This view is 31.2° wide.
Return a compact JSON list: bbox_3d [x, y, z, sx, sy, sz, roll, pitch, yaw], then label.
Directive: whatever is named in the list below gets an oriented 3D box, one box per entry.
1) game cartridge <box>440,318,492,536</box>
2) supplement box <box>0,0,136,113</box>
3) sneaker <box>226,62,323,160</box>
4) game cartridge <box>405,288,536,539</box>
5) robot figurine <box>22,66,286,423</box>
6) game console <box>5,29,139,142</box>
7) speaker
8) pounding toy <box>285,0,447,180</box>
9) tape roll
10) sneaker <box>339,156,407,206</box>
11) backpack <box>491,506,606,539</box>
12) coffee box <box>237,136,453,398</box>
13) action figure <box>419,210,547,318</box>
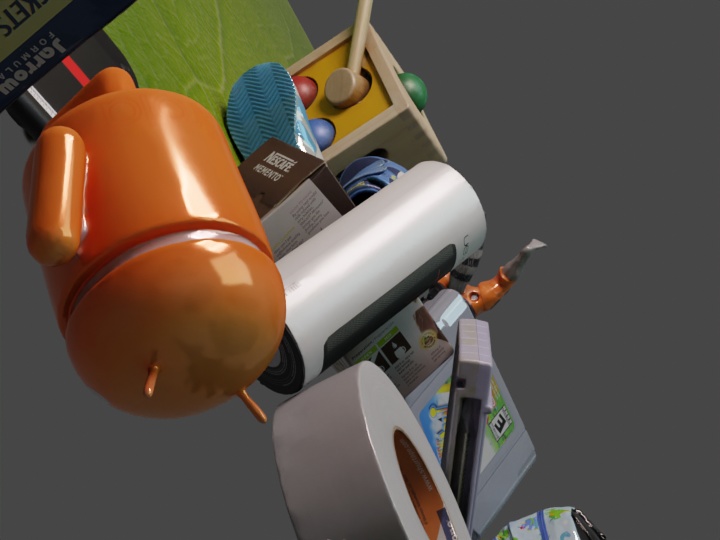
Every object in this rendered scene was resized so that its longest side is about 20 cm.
[{"bbox_3d":[0.079,0.149,1.006,0.130,0.038,0.203,-54,151,-75],"label":"game cartridge"},{"bbox_3d":[-0.215,-0.198,0.568,0.200,0.134,0.201,40,20,-43],"label":"supplement box"},{"bbox_3d":[-0.072,-0.108,1.242,0.081,0.076,0.202,52,18,-65],"label":"sneaker"},{"bbox_3d":[0.085,0.136,1.159,0.133,0.040,0.202,-43,116,-35],"label":"game cartridge"},{"bbox_3d":[-0.107,-0.011,0.657,0.145,0.115,0.201,92,-22,-54],"label":"robot figurine"},{"bbox_3d":[-0.207,-0.141,0.807,0.200,0.031,0.178,51,19,-35],"label":"game console"},{"bbox_3d":[0.000,0.000,0.908,0.081,0.199,0.082,29,-42,31],"label":"speaker"},{"bbox_3d":[-0.011,-0.185,1.374,0.142,0.199,0.185,46,16,-48],"label":"pounding toy"},{"bbox_3d":[0.017,0.164,0.843,0.202,0.066,0.201,62,10,-19],"label":"tape roll"},{"bbox_3d":[0.013,-0.060,1.142,0.082,0.074,0.200,40,10,-29],"label":"sneaker"},{"bbox_3d":[0.186,0.309,1.134,0.163,0.152,0.203,35,47,-61],"label":"backpack"},{"bbox_3d":[-0.025,0.003,1.022,0.201,0.080,0.113,54,-10,-28],"label":"coffee box"},{"bbox_3d":[0.056,0.022,1.224,0.198,0.195,0.105,28,3,4],"label":"action figure"}]
